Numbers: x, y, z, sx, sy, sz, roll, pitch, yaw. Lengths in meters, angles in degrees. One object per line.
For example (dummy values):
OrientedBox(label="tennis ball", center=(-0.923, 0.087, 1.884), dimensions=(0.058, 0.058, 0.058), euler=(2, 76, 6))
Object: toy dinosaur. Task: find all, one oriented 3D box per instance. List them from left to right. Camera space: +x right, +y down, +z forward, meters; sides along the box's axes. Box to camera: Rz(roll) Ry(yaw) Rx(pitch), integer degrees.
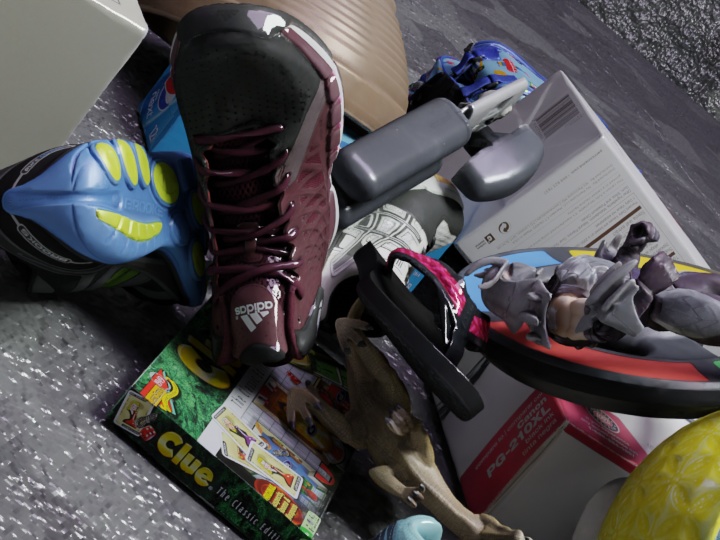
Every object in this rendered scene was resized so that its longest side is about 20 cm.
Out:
OrientedBox(label="toy dinosaur", center=(0.008, 0.070, 0.937), dimensions=(0.101, 0.058, 0.200), euler=(46, 8, -47))

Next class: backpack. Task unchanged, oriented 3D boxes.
OrientedBox(label="backpack", center=(0.103, -0.087, 1.441), dimensions=(0.182, 0.135, 0.200), euler=(35, 15, -19))

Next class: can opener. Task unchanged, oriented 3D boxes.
OrientedBox(label="can opener", center=(0.048, -0.060, 1.100), dimensions=(0.067, 0.053, 0.200), euler=(49, 37, 6))

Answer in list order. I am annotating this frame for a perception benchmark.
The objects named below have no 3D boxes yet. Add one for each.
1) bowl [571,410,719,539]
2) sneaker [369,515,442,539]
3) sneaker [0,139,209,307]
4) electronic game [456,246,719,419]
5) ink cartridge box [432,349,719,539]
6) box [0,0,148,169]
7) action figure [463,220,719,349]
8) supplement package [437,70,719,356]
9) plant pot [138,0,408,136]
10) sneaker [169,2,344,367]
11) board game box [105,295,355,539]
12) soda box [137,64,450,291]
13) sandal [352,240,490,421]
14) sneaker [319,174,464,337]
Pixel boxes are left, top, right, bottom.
OrientedBox(label="bowl", center=(0.166, 0.152, 0.951), dimensions=(0.107, 0.201, 0.200), euler=(13, -3, 39))
OrientedBox(label="sneaker", center=(0.069, 0.177, 0.781), dimensions=(0.200, 0.086, 0.078), euler=(37, 18, -9))
OrientedBox(label="sneaker", center=(-0.120, -0.023, 0.896), dimensions=(0.082, 0.071, 0.200), euler=(-2, -7, 14))
OrientedBox(label="electronic game", center=(0.144, 0.027, 1.029), dimensions=(0.199, 0.042, 0.200), euler=(6, 20, -2))
OrientedBox(label="ink cartridge box", center=(0.125, 0.096, 1.105), dimensions=(0.144, 0.084, 0.200), euler=(33, 18, -21))
OrientedBox(label="box", center=(-0.222, -0.150, 0.946), dimensions=(0.199, 0.109, 0.128), euler=(30, 19, -31))
OrientedBox(label="action figure", center=(0.148, 0.013, 0.924), dimensions=(0.199, 0.070, 0.130), euler=(7, 18, 3))
OrientedBox(label="supplement package", center=(0.154, -0.008, 1.290), dimensions=(0.200, 0.120, 0.121), euler=(49, 10, -26))
OrientedBox(label="plant pot", center=(-0.040, -0.158, 1.265), dimensions=(0.200, 0.093, 0.201), euler=(30, -4, 2))
OrientedBox(label="sneaker", center=(-0.043, -0.022, 0.876), dimensions=(0.200, 0.075, 0.116), euler=(75, 15, -57))
OrientedBox(label="board game box", center=(-0.050, 0.065, 0.924), dimensions=(0.105, 0.024, 0.200), euler=(38, 17, -2))
OrientedBox(label="soda box", center=(-0.037, -0.062, 1.195), dimensions=(0.199, 0.064, 0.068), euler=(30, 19, -27))
OrientedBox(label="sandal", center=(0.033, 0.016, 0.952), dimensions=(0.075, 0.045, 0.200), euler=(53, 4, -15))
OrientedBox(label="sneaker", center=(0.000, 0.000, 1.104), dimensions=(0.199, 0.076, 0.088), euler=(-14, 66, -49))
